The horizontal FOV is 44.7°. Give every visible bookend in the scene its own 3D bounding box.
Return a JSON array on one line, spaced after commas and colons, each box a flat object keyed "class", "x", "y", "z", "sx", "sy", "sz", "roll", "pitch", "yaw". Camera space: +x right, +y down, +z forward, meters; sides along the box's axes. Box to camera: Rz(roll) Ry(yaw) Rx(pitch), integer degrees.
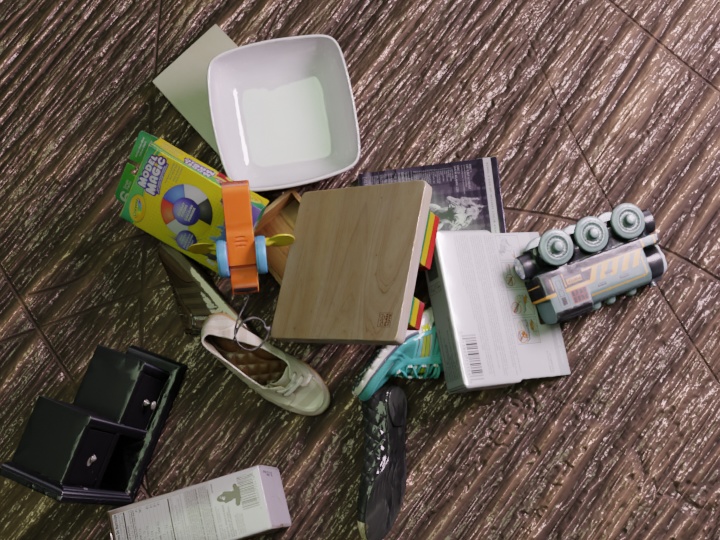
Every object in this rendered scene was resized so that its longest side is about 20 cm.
[{"class": "bookend", "x": -0.327, "y": 0.183, "z": 1.107, "sx": 0.091, "sy": 0.199, "sz": 0.203, "roll": 17, "pitch": 77, "yaw": 14}]

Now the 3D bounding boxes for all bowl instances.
[{"class": "bowl", "x": -0.107, "y": -0.213, "z": 1.225, "sx": 0.196, "sy": 0.075, "sz": 0.203, "roll": -11, "pitch": 88, "yaw": -5}]

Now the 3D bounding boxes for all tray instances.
[{"class": "tray", "x": -0.070, "y": -0.007, "z": 1.207, "sx": 0.098, "sy": 0.037, "sz": 0.201, "roll": -39, "pitch": 72, "yaw": -3}]

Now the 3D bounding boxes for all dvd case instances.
[{"class": "dvd case", "x": 0.099, "y": -0.074, "z": 1.211, "sx": 0.196, "sy": 0.016, "sz": 0.151, "roll": -7, "pitch": 74, "yaw": 7}]

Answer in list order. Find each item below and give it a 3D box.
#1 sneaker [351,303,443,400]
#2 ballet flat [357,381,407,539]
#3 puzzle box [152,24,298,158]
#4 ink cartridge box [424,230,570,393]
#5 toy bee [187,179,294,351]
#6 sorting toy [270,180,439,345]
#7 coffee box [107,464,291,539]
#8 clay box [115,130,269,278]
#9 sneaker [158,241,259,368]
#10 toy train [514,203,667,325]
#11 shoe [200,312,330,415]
[{"class": "sneaker", "x": 0.073, "y": 0.105, "z": 1.117, "sx": 0.199, "sy": 0.078, "sz": 0.080, "roll": -34, "pitch": 83, "yaw": -24}, {"class": "ballet flat", "x": 0.024, "y": 0.245, "z": 1.123, "sx": 0.056, "sy": 0.066, "sz": 0.204, "roll": -10, "pitch": 67, "yaw": 47}, {"class": "puzzle box", "x": -0.200, "y": -0.255, "z": 1.299, "sx": 0.133, "sy": 0.025, "sz": 0.200, "roll": -41, "pitch": 73, "yaw": -5}, {"class": "ink cartridge box", "x": 0.174, "y": 0.049, "z": 1.133, "sx": 0.171, "sy": 0.043, "sz": 0.204, "roll": -1, "pitch": 73, "yaw": -31}, {"class": "toy bee", "x": -0.159, "y": -0.012, "z": 1.130, "sx": 0.129, "sy": 0.109, "sz": 0.203, "roll": 16, "pitch": 90, "yaw": -7}, {"class": "sorting toy", "x": 0.000, "y": 0.000, "z": 1.105, "sx": 0.196, "sy": 0.069, "sz": 0.203, "roll": -2, "pitch": 68, "yaw": 37}, {"class": "coffee box", "x": -0.198, "y": 0.312, "z": 1.098, "sx": 0.197, "sy": 0.114, "sz": 0.081, "roll": -18, "pitch": 73, "yaw": 4}, {"class": "clay box", "x": -0.236, "y": -0.090, "z": 1.181, "sx": 0.198, "sy": 0.048, "sz": 0.116, "roll": 29, "pitch": 113, "yaw": -2}, {"class": "sneaker", "x": -0.227, "y": 0.045, "z": 1.198, "sx": 0.076, "sy": 0.070, "sz": 0.200, "roll": -44, "pitch": 72, "yaw": 0}, {"class": "toy train", "x": 0.298, "y": -0.009, "z": 1.126, "sx": 0.197, "sy": 0.085, "sz": 0.116, "roll": -19, "pitch": 85, "yaw": -10}, {"class": "shoe", "x": -0.125, "y": 0.130, "z": 1.139, "sx": 0.199, "sy": 0.053, "sz": 0.070, "roll": 35, "pitch": 97, "yaw": -7}]
